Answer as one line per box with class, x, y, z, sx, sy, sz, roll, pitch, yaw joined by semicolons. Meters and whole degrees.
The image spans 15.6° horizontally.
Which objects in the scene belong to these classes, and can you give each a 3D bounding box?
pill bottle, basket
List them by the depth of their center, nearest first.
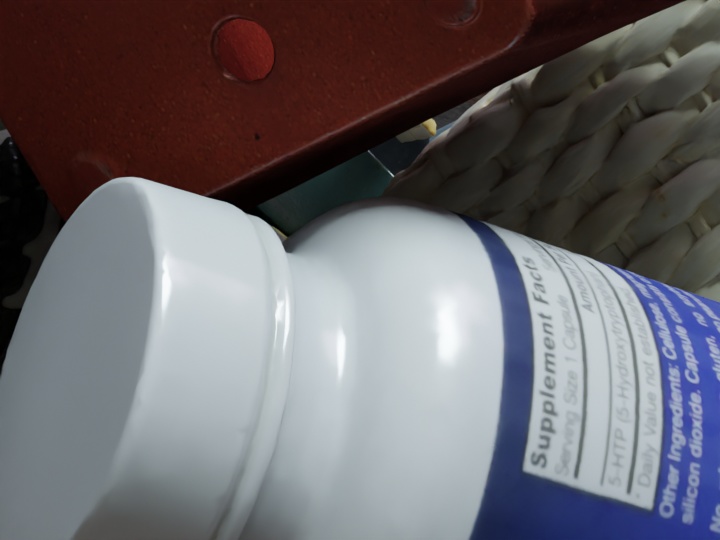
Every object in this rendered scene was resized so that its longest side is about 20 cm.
pill bottle;0.023;0.050;0.590;0.199;0.120;0.120;17;9;-25
basket;0.141;-0.003;0.775;0.199;0.200;0.161;57;23;12

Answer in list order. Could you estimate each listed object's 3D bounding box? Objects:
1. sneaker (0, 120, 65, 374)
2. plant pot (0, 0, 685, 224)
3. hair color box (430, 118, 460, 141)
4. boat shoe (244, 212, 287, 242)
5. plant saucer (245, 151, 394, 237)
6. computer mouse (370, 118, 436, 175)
sneaker;-0.093;-0.004;0.773;0.076;0.089;0.200;-8;33;10
plant pot;-0.013;-0.119;0.624;0.201;0.199;0.176;60;33;-10
hair color box;0.073;-0.022;1.025;0.098;0.061;0.200;8;-16;-27
boat shoe;-0.055;0.007;0.846;0.059;0.072;0.200;40;-7;-27
plant saucer;0.000;0.000;0.911;0.200;0.036;0.200;46;-6;6
computer mouse;-0.005;-0.073;0.867;0.140;0.046;0.200;39;-10;44
